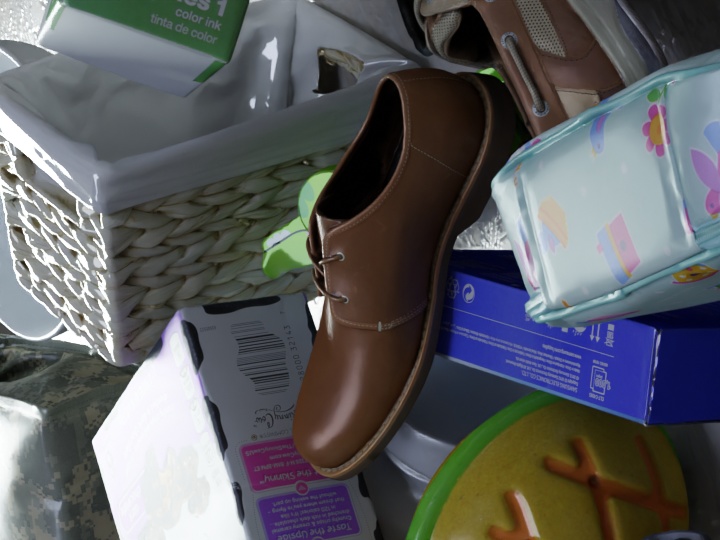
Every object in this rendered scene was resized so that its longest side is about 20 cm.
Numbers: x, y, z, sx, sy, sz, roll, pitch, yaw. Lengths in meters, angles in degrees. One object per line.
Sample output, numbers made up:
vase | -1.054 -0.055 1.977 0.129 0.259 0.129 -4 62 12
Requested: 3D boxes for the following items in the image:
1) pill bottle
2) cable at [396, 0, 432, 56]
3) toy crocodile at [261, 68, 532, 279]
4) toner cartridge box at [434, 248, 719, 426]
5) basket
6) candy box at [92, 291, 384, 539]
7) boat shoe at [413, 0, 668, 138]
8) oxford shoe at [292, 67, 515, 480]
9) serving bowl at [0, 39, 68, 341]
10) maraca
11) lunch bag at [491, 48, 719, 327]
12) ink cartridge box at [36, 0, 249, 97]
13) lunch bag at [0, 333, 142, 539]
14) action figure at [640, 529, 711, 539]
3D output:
pill bottle | 0.033 0.139 1.130 0.111 0.111 0.201 46 136 37
cable | 0.028 -0.177 1.093 0.200 0.050 0.098 53 138 47
toy crocodile | 0.034 -0.046 1.059 0.200 0.067 0.062 -32 91 26
toner cartridge box | 0.098 0.026 0.998 0.200 0.095 0.043 17 102 54
basket | -0.080 -0.049 1.156 0.135 0.199 0.124 35 136 45
candy box | -0.057 0.138 1.103 0.168 0.071 0.201 -52 52 55
boat shoe | 0.055 -0.124 0.952 0.200 0.072 0.076 55 178 33
oxford shoe | 0.000 0.000 0.995 0.071 0.071 0.201 34 111 49
serving bowl | -0.206 -0.057 1.455 0.200 0.066 0.201 27 124 50
maraca | 0.070 0.138 1.000 0.137 0.200 0.107 54 163 -23
lunch bag | 0.157 -0.037 0.839 0.200 0.160 0.077 -27 75 62
ink cartridge box | -0.079 -0.194 1.031 0.145 0.084 0.201 171 116 -78
lunch bag | -0.213 0.136 1.493 0.200 0.117 0.165 13 114 49
action figure | 0.181 0.117 0.918 0.130 0.069 0.201 16 122 15
